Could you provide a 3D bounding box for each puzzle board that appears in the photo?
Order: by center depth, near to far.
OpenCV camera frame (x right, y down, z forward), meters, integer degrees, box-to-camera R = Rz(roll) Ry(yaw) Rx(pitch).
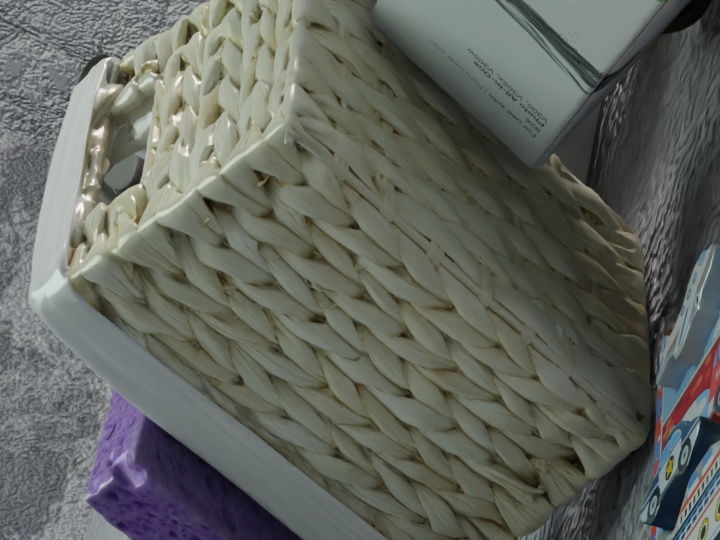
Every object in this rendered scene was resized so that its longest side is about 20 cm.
[{"bbox_3d":[0.120,0.019,0.875,0.200,0.017,0.151,113,169,-47],"label":"puzzle board"}]

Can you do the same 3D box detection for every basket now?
[{"bbox_3d":[0.000,0.000,1.040,0.123,0.200,0.136,-35,29,26],"label":"basket"}]

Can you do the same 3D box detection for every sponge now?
[{"bbox_3d":[-0.018,0.101,1.075,0.030,0.200,0.112,-34,27,24],"label":"sponge"}]

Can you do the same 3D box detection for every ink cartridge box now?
[{"bbox_3d":[0.094,-0.136,0.943,0.146,0.084,0.200,-48,-2,-22],"label":"ink cartridge box"}]

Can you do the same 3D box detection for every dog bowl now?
[{"bbox_3d":[-0.295,-0.175,3.757,0.200,0.058,0.202,19,112,57],"label":"dog bowl"}]

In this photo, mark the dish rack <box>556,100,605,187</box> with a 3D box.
[{"bbox_3d":[0.041,-0.085,1.169,0.043,0.200,0.173,-8,58,37],"label":"dish rack"}]

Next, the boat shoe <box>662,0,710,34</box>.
[{"bbox_3d":[0.039,-0.134,1.071,0.068,0.199,0.072,3,78,57],"label":"boat shoe"}]
